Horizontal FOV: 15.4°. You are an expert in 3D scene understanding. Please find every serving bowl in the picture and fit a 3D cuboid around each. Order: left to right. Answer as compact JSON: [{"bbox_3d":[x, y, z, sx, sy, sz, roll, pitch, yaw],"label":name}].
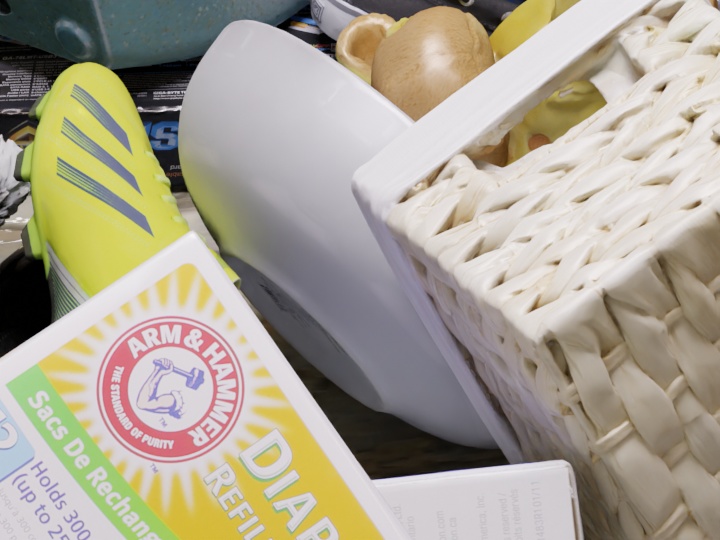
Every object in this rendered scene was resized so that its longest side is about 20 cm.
[{"bbox_3d":[0.000,0.000,0.997,0.066,0.200,0.200,-45,51,-11],"label":"serving bowl"}]

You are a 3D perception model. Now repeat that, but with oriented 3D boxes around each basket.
[{"bbox_3d":[0.111,0.025,0.873,0.135,0.200,0.123,-36,33,-5],"label":"basket"}]

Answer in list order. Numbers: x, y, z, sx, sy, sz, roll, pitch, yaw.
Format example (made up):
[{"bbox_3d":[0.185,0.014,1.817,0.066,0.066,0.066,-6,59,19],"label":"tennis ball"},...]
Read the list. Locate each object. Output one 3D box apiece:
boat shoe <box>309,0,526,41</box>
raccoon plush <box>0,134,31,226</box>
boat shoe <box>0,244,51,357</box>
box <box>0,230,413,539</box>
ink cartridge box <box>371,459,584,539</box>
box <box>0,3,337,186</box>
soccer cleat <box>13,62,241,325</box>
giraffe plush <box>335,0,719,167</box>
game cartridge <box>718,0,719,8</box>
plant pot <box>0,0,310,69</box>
[{"bbox_3d":[0.078,-0.123,1.196,0.199,0.066,0.070,12,38,-15],"label":"boat shoe"},{"bbox_3d":[-0.157,0.030,0.947,0.200,0.097,0.134,-35,75,-32],"label":"raccoon plush"},{"bbox_3d":[-0.117,0.019,1.065,0.071,0.061,0.201,8,39,14],"label":"boat shoe"},{"bbox_3d":[-0.033,0.106,0.724,0.112,0.101,0.200,-35,82,-8],"label":"box"},{"bbox_3d":[-0.036,0.095,0.880,0.199,0.047,0.198,-7,-6,-3],"label":"ink cartridge box"},{"bbox_3d":[-0.078,-0.114,1.247,0.199,0.050,0.199,-2,37,0],"label":"box"},{"bbox_3d":[-0.082,0.001,0.988,0.083,0.065,0.201,-17,50,13],"label":"soccer cleat"},{"bbox_3d":[0.070,-0.077,1.104,0.162,0.200,0.173,-14,42,7],"label":"giraffe plush"},{"bbox_3d":[0.166,-0.155,1.302,0.199,0.041,0.133,9,35,14],"label":"game cartridge"},{"bbox_3d":[-0.109,-0.203,1.179,0.196,0.196,0.200,20,52,27],"label":"plant pot"}]
